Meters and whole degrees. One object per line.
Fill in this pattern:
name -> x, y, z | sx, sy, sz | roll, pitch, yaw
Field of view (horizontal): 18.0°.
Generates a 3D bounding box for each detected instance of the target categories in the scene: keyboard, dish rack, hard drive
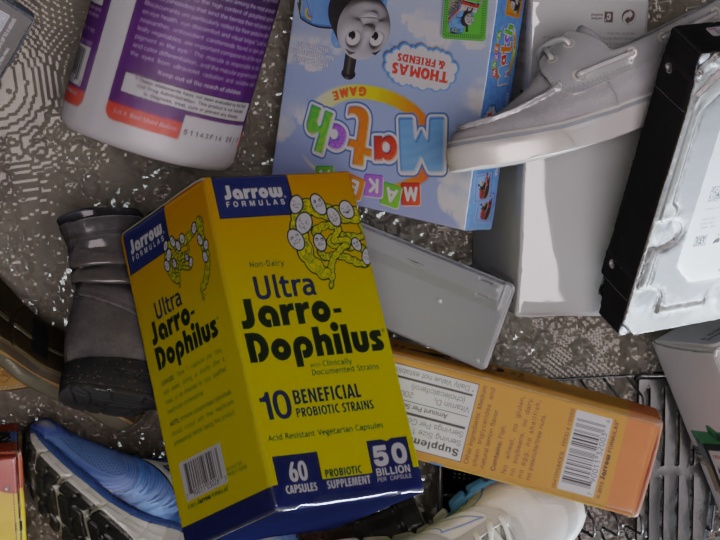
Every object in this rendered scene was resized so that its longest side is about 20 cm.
keyboard -> 0.000, 0.000, 1.425 | 0.199, 0.011, 0.057 | 23, 103, 21
dish rack -> 0.144, 0.140, 1.504 | 0.199, 0.055, 0.154 | -2, 101, -9
hard drive -> 0.224, -0.057, 1.352 | 0.139, 0.038, 0.201 | -8, 130, -28

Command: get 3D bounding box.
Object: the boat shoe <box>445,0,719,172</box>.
boat shoe -> 0.138, -0.111, 1.338 | 0.199, 0.072, 0.069 | -18, 93, -8

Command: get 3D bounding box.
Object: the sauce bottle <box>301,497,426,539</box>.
sauce bottle -> -0.049, 0.204, 1.479 | 0.199, 0.065, 0.065 | -21, 103, -3

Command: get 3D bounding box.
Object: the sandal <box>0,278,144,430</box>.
sandal -> -0.227, 0.049, 1.424 | 0.200, 0.080, 0.054 | 35, 110, -18

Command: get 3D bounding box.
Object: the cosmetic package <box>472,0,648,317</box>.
cosmetic package -> 0.124, -0.077, 1.432 | 0.081, 0.113, 0.201 | 1, 98, -13

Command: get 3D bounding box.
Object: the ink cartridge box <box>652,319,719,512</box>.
ink cartridge box -> 0.299, 0.103, 1.493 | 0.146, 0.084, 0.201 | -27, 103, -20

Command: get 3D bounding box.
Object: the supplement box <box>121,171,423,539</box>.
supplement box -> -0.054, 0.053, 1.352 | 0.109, 0.109, 0.201 | -4, 74, -36

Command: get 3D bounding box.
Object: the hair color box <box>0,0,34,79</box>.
hair color box -> -0.308, -0.163, 1.373 | 0.200, 0.061, 0.099 | 30, 94, -12

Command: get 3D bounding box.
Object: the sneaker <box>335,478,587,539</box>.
sneaker -> 0.058, 0.187, 1.425 | 0.199, 0.087, 0.075 | -23, 99, -10

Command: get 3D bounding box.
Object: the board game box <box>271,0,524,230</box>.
board game box -> 0.025, -0.137, 1.398 | 0.151, 0.037, 0.201 | 13, 101, 33

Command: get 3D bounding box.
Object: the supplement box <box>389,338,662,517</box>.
supplement box -> 0.085, 0.095, 1.418 | 0.199, 0.067, 0.069 | 16, 95, 6

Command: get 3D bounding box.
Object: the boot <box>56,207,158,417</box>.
boot -> -0.101, 0.031, 1.432 | 0.200, 0.070, 0.132 | 18, 63, -41

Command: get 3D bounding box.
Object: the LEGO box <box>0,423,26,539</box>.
LEGO box -> -0.283, 0.207, 1.435 | 0.148, 0.077, 0.201 | -3, 100, -9

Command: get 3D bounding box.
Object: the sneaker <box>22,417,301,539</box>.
sneaker -> -0.127, 0.149, 1.447 | 0.200, 0.079, 0.089 | 30, 56, 9

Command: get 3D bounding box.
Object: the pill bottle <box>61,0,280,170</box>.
pill bottle -> -0.104, -0.170, 1.379 | 0.111, 0.111, 0.201 | 15, 98, -12
